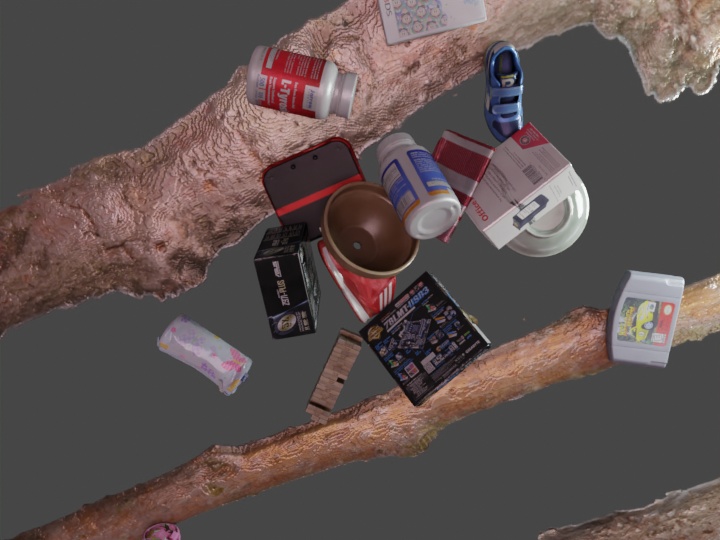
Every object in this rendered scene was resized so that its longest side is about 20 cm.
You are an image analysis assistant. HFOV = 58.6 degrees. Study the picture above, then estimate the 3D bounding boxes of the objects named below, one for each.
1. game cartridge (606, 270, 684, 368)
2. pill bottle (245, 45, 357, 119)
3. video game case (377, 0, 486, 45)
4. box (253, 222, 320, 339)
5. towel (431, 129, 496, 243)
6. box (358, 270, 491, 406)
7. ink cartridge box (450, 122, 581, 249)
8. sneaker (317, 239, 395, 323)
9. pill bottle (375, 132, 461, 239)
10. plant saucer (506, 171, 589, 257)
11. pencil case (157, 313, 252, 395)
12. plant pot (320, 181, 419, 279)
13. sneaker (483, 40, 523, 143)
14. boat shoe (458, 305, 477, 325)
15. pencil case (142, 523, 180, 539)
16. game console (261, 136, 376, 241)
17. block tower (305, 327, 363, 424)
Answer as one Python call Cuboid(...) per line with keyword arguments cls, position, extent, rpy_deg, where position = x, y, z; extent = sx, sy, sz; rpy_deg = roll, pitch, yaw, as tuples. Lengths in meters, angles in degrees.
Cuboid(cls="game cartridge", position=(0.592, 0.104, 1.350), extent=(0.133, 0.041, 0.201), rpy_deg=(7, 101, 4))
Cuboid(cls="pill bottle", position=(-0.111, -0.355, 1.232), extent=(0.199, 0.112, 0.113), rpy_deg=(12, 101, -1))
Cuboid(cls="video game case", position=(0.128, -0.550, 1.235), extent=(0.199, 0.024, 0.183), rpy_deg=(-13, 101, 3))
Cuboid(cls="box", position=(-0.137, 0.015, 1.251), extent=(0.086, 0.200, 0.164), rpy_deg=(-9, 111, 3))
Cuboid(cls="towel", position=(0.169, -0.169, 1.258), extent=(0.023, 0.144, 0.201), rpy_deg=(17, 104, -41))
Cuboid(cls="box", position=(0.129, 0.139, 1.313), extent=(0.200, 0.050, 0.199), rpy_deg=(-43, 69, 11))
Cuboid(cls="ink cartridge box", position=(0.293, -0.162, 1.236), extent=(0.200, 0.145, 0.084), rpy_deg=(-38, 139, 12))
Cuboid(cls="sneaker", position=(0.000, 0.000, 1.330), extent=(0.115, 0.078, 0.200), rpy_deg=(-31, 111, -2))
Cuboid(cls="pill bottle", position=(0.102, -0.167, 1.225), extent=(0.112, 0.112, 0.200), rpy_deg=(-27, 56, 6))
Cuboid(cls="plant saucer", position=(0.369, -0.122, 1.302), extent=(0.199, 0.050, 0.201), rpy_deg=(0, 102, 1))
Cuboid(cls="pencil case", position=(-0.327, 0.177, 1.355), extent=(0.200, 0.083, 0.091), rpy_deg=(36, 78, -5))
Cuboid(cls="plant pot", position=(0.008, -0.067, 1.264), extent=(0.200, 0.093, 0.202), rpy_deg=(10, 64, -21))
Cuboid(cls="sneaker", position=(0.278, -0.344, 1.243), extent=(0.074, 0.082, 0.201), rpy_deg=(-10, 103, 2))
Cuboid(cls="boat shoe", position=(0.160, 0.160, 1.359), extent=(0.072, 0.072, 0.200), rpy_deg=(42, 104, 23))
Cuboid(cls="pencil case", position=(-0.453, 0.683, 1.460), extent=(0.083, 0.086, 0.201), rpy_deg=(-3, 103, -30))
Cuboid(cls="game console", position=(-0.087, -0.161, 1.316), extent=(0.199, 0.031, 0.177), rpy_deg=(-22, 106, 6))
Cuboid(cls="block tower", position=(-0.058, 0.226, 1.375), extent=(0.054, 0.058, 0.201), rpy_deg=(23, 99, -4))
